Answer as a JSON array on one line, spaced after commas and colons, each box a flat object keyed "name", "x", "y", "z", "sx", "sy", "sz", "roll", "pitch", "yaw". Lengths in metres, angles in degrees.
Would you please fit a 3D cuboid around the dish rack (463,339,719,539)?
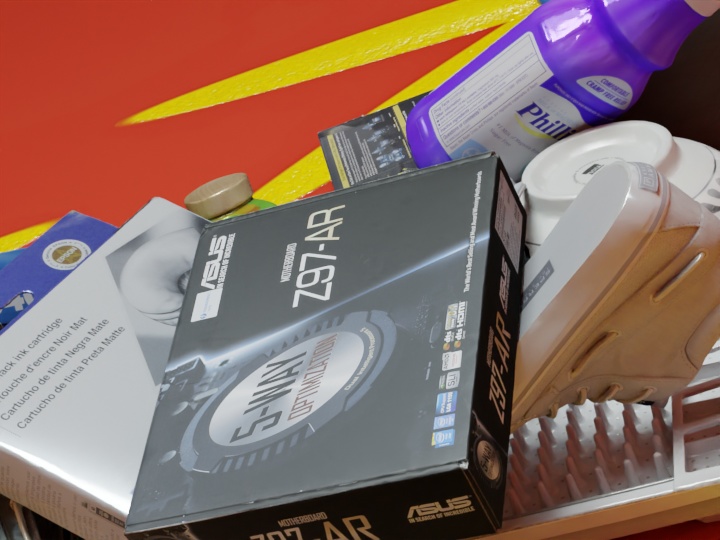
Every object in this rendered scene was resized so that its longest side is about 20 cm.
[{"name": "dish rack", "x": 0.114, "y": 0.086, "z": 1.003, "sx": 0.199, "sy": 0.044, "sz": 0.172, "roll": -15, "pitch": 26, "yaw": 14}]

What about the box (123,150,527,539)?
[{"name": "box", "x": -0.010, "y": 0.042, "z": 0.914, "sx": 0.159, "sy": 0.044, "sz": 0.201, "roll": -13, "pitch": 40, "yaw": 21}]

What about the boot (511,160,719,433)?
[{"name": "boot", "x": 0.102, "y": 0.048, "z": 0.950, "sx": 0.200, "sy": 0.095, "sz": 0.074, "roll": -50, "pitch": 21, "yaw": 23}]

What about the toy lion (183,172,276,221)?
[{"name": "toy lion", "x": -0.128, "y": 0.015, "z": 1.278, "sx": 0.199, "sy": 0.069, "sz": 0.192, "roll": -27, "pitch": 16, "yaw": -13}]

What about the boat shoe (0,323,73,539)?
[{"name": "boat shoe", "x": -0.173, "y": 0.099, "z": 1.029, "sx": 0.063, "sy": 0.071, "sz": 0.201, "roll": -25, "pitch": 52, "yaw": 14}]

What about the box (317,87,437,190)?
[{"name": "box", "x": 0.061, "y": -0.069, "z": 1.353, "sx": 0.160, "sy": 0.049, "sz": 0.200, "roll": -19, "pitch": 25, "yaw": 0}]

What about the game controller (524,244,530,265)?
[{"name": "game controller", "x": 0.011, "y": 0.054, "z": 1.083, "sx": 0.200, "sy": 0.042, "sz": 0.104, "roll": -39, "pitch": 25, "yaw": 13}]

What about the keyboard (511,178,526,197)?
[{"name": "keyboard", "x": 0.000, "y": 0.000, "z": 1.118, "sx": 0.199, "sy": 0.011, "sz": 0.056, "roll": -26, "pitch": 14, "yaw": 17}]

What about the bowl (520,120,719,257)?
[{"name": "bowl", "x": 0.144, "y": -0.022, "z": 1.137, "sx": 0.200, "sy": 0.095, "sz": 0.201, "roll": -18, "pitch": 25, "yaw": 9}]

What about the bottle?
[{"name": "bottle", "x": 0.120, "y": -0.115, "z": 1.166, "sx": 0.200, "sy": 0.083, "sz": 0.066, "roll": -36, "pitch": 53, "yaw": 27}]

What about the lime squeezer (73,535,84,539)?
[{"name": "lime squeezer", "x": -0.138, "y": 0.156, "z": 1.060, "sx": 0.200, "sy": 0.038, "sz": 0.070, "roll": -42, "pitch": 29, "yaw": -29}]

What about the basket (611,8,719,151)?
[{"name": "basket", "x": 0.227, "y": -0.127, "z": 1.226, "sx": 0.199, "sy": 0.180, "sz": 0.137, "roll": -21, "pitch": 40, "yaw": 27}]

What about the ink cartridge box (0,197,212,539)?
[{"name": "ink cartridge box", "x": -0.123, "y": 0.041, "z": 1.017, "sx": 0.199, "sy": 0.041, "sz": 0.200, "roll": 23, "pitch": 43, "yaw": 20}]

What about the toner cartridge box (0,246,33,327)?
[{"name": "toner cartridge box", "x": -0.257, "y": 0.025, "z": 1.149, "sx": 0.199, "sy": 0.043, "sz": 0.095, "roll": -14, "pitch": -2, "yaw": -35}]
